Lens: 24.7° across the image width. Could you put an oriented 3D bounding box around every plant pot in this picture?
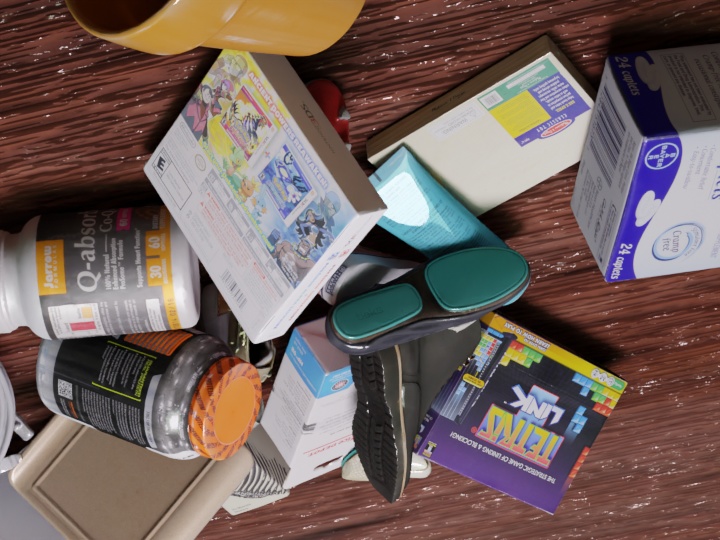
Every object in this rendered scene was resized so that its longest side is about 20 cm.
[{"bbox_3d":[-0.094,-0.245,1.221,0.182,0.201,0.200,14,138,-44],"label":"plant pot"}]

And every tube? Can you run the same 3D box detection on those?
[{"bbox_3d":[0.078,-0.036,1.532,0.077,0.051,0.200,-44,124,14],"label":"tube"}]

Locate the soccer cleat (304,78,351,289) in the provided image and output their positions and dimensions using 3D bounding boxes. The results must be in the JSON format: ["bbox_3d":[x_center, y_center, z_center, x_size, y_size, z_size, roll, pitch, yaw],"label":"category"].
[{"bbox_3d":[-0.056,-0.073,1.467,0.068,0.085,0.202,1,103,-26],"label":"soccer cleat"}]

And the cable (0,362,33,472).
[{"bbox_3d":[-0.436,0.142,1.600,0.199,0.201,0.069,-35,-175,-25],"label":"cable"}]

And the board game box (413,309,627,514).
[{"bbox_3d":[0.159,0.143,1.711,0.199,0.057,0.166,26,94,-31],"label":"board game box"}]

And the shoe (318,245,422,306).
[{"bbox_3d":[0.000,0.000,1.589,0.072,0.091,0.200,-59,150,9],"label":"shoe"}]

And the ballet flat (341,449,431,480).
[{"bbox_3d":[0.075,0.183,1.750,0.199,0.063,0.068,-29,155,-8],"label":"ballet flat"}]

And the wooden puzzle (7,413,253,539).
[{"bbox_3d":[-0.229,0.200,1.650,0.185,0.200,0.037,-49,156,-8],"label":"wooden puzzle"}]

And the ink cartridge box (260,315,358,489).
[{"bbox_3d":[-0.030,0.127,1.691,0.115,0.067,0.201,-19,147,-33],"label":"ink cartridge box"}]

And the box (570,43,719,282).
[{"bbox_3d":[0.306,-0.098,1.457,0.198,0.105,0.185,-8,140,-13],"label":"box"}]

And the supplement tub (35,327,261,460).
[{"bbox_3d":[-0.202,0.106,1.581,0.199,0.123,0.123,17,147,28],"label":"supplement tub"}]

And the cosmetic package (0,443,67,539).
[{"bbox_3d":[-0.294,0.298,1.774,0.167,0.166,0.200,-40,135,-5],"label":"cosmetic package"}]

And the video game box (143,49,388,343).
[{"bbox_3d":[-0.086,-0.072,1.406,0.047,0.201,0.182,-16,155,-44],"label":"video game box"}]

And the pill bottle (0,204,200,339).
[{"bbox_3d":[-0.251,0.003,1.524,0.198,0.117,0.117,-5,139,-1],"label":"pill bottle"}]

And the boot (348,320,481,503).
[{"bbox_3d":[0.065,0.122,1.614,0.138,0.077,0.201,-24,132,-30],"label":"boot"}]

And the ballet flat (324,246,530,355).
[{"bbox_3d":[0.060,0.031,1.513,0.199,0.073,0.073,-19,141,-13],"label":"ballet flat"}]

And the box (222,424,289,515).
[{"bbox_3d":[-0.158,0.181,1.769,0.082,0.069,0.200,-23,136,20],"label":"box"}]

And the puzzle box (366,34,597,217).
[{"bbox_3d":[0.122,-0.120,1.493,0.199,0.026,0.133,-28,134,24],"label":"puzzle box"}]

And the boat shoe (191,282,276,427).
[{"bbox_3d":[-0.121,0.091,1.668,0.068,0.075,0.201,-6,138,9],"label":"boat shoe"}]
